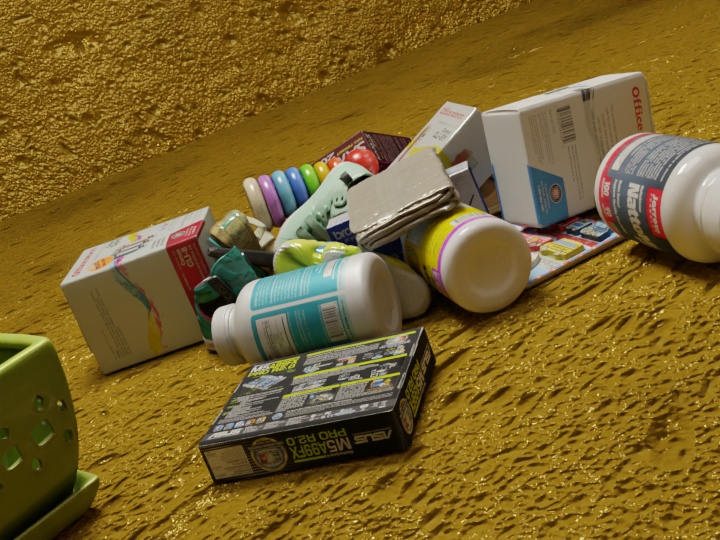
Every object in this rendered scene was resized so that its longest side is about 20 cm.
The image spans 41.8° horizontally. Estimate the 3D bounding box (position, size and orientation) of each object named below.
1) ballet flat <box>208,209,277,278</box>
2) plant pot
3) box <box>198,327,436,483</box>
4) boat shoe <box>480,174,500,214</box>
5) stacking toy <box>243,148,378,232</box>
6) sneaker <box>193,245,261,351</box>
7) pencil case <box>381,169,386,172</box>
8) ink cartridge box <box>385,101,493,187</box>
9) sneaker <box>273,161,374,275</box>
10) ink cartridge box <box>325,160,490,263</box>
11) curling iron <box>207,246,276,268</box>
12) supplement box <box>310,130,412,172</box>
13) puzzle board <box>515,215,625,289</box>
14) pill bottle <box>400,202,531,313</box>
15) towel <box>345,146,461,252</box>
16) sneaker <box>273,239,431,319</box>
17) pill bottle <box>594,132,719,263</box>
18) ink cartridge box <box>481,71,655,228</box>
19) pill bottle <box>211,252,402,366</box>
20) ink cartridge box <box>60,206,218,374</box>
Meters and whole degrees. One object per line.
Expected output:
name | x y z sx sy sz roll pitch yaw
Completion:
ballet flat | -0.152 -0.035 1.329 0.070 0.071 0.200 -18 -18 7
plant pot | -0.379 0.186 0.891 0.198 0.182 0.200 -2 25 43
box | -0.037 0.128 0.911 0.199 0.044 0.160 -14 19 19
boat shoe | 0.185 -0.134 1.374 0.073 0.069 0.200 -11 20 26
stacking toy | -0.068 -0.126 1.387 0.199 0.086 0.085 -21 18 -7
sneaker | -0.129 0.028 1.169 0.199 0.121 0.084 -10 21 28
pencil case | 0.007 -0.100 1.445 0.199 0.091 0.094 -24 25 -6
ink cartridge box | 0.102 -0.134 1.318 0.200 0.083 0.145 -48 18 3
sneaker | -0.049 -0.062 1.300 0.201 0.074 0.118 -57 20 -2
ink cartridge box | 0.065 -0.057 1.221 0.199 0.094 0.044 -23 16 12
curling iron | -0.104 -0.014 1.253 0.199 0.026 0.050 10 -8 -17
supplement box | 0.016 -0.169 1.526 0.109 0.061 0.200 -31 -9 24
puzzle board | 0.210 -0.034 1.151 0.150 0.017 0.200 -25 18 -15
pill bottle | 0.111 -0.025 1.090 0.104 0.105 0.200 -24 18 -10
towel | 0.047 -0.087 1.128 0.132 0.035 0.200 -27 21 8
sneaker | 0.000 0.000 1.134 0.199 0.076 0.105 19 15 16
pill bottle | 0.338 -0.073 0.958 0.119 0.120 0.200 -24 18 -11
ink cartridge box | 0.267 -0.154 1.184 0.199 0.147 0.086 -20 15 -25
pill bottle | -0.062 0.053 1.042 0.199 0.111 0.111 -13 20 20
ink cartridge box | -0.282 0.026 1.302 0.199 0.145 0.145 -20 20 5
